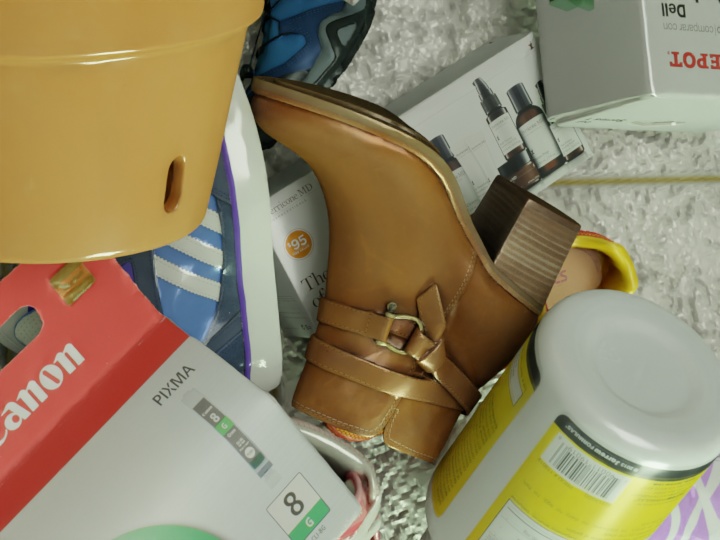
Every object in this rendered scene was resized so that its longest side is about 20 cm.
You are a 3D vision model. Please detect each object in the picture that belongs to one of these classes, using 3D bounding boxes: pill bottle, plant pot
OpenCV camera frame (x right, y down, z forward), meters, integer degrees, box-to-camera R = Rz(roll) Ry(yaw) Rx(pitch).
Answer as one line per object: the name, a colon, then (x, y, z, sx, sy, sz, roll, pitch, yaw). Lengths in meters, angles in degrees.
pill bottle: (0.102, 0.111, 1.144, 0.112, 0.200, 0.112, 17, 43, -17)
plant pot: (-0.141, -0.089, 0.991, 0.200, 0.200, 0.140, -8, 110, -25)

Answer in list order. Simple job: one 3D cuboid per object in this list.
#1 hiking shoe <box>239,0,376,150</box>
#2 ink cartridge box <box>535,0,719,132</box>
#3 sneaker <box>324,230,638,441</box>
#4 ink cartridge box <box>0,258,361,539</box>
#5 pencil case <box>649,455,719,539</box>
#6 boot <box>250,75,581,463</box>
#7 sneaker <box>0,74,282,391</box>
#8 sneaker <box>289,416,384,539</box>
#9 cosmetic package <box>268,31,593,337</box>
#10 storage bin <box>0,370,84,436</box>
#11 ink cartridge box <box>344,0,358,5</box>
hiking shoe: (-0.032, -0.157, 1.171, 0.087, 0.074, 0.200, 30, 70, -9)
ink cartridge box: (0.172, -0.184, 1.227, 0.145, 0.084, 0.200, -2, 85, -41)
sneaker: (0.062, 0.029, 1.201, 0.200, 0.077, 0.073, -32, 103, -18)
ink cartridge box: (-0.114, 0.096, 1.013, 0.161, 0.050, 0.200, -47, 111, -25)
pencil case: (0.214, 0.127, 1.266, 0.200, 0.084, 0.086, 7, 117, -29)
boot: (0.000, 0.000, 1.122, 0.200, 0.077, 0.155, 28, 98, -27)
sneaker: (-0.123, -0.013, 1.097, 0.146, 0.081, 0.200, -11, 107, -15)
sneaker: (-0.017, 0.154, 1.148, 0.075, 0.105, 0.200, -39, 106, -22)
cosmetic package: (0.028, -0.049, 1.201, 0.200, 0.051, 0.083, -34, 102, -22)
storage bin: (-0.182, 0.159, 1.055, 0.135, 0.094, 0.200, -28, 99, -24)
ink cartridge box: (-0.015, -0.218, 1.114, 0.200, 0.067, 0.116, 36, 70, 21)
